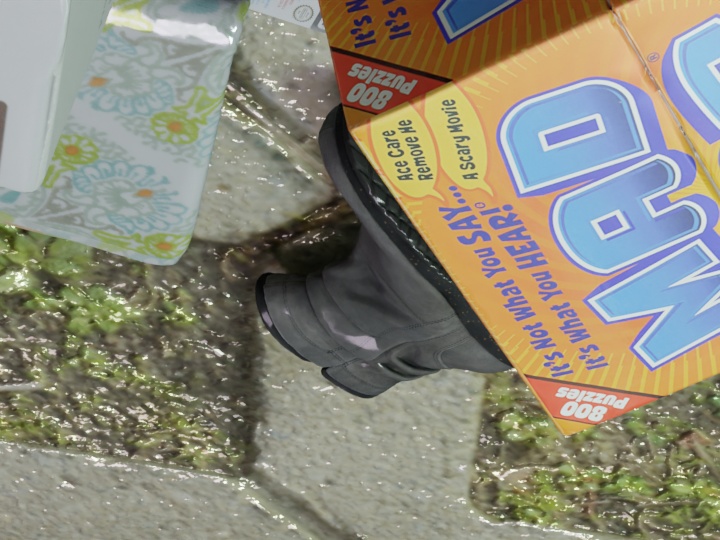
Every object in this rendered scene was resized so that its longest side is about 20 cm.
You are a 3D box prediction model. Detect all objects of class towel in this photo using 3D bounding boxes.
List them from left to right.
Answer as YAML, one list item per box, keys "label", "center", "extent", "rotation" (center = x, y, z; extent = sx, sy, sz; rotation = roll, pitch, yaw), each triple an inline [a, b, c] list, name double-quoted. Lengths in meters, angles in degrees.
- label: "towel"
  center: [-0.146, -0.085, 1.303]
  extent: [0.171, 0.048, 0.200]
  rotation: [14, 146, -3]

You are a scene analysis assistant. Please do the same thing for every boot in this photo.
- label: "boot"
  center: [0.000, 0.000, 1.392]
  extent: [0.131, 0.070, 0.200]
  rotation: [-12, 136, 30]

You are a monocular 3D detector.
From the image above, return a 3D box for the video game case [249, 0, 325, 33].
- label: "video game case"
  center: [0.035, -0.141, 1.235]
  extent: [0.200, 0.018, 0.143]
  rotation: [17, 141, -14]

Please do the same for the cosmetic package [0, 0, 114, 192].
- label: "cosmetic package"
  center: [-0.157, -0.166, 1.011]
  extent: [0.165, 0.200, 0.165]
  rotation: [14, 134, 1]

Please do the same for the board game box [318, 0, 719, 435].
- label: "board game box"
  center: [0.109, -0.101, 1.090]
  extent: [0.200, 0.200, 0.200]
  rotation: [-24, 136, 13]
